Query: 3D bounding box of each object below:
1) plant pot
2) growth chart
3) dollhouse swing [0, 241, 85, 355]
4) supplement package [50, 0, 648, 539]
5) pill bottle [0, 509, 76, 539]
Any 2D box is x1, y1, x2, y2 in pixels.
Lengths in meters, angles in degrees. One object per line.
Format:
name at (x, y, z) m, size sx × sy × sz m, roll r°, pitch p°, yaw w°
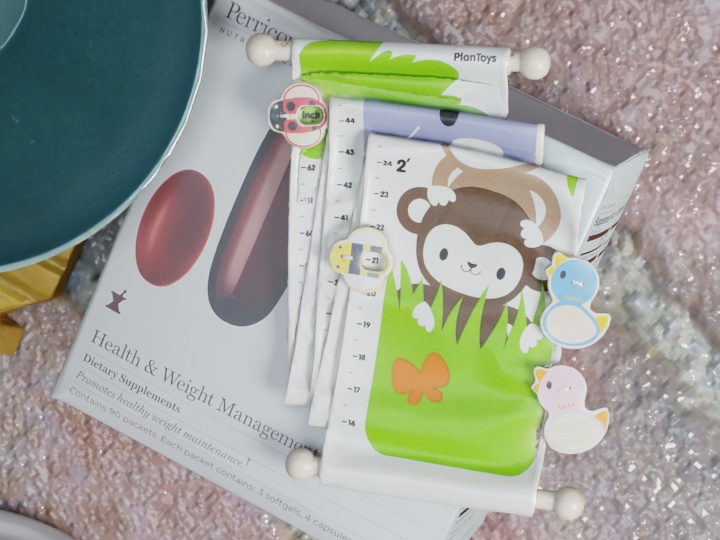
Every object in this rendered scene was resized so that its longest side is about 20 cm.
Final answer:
plant pot at (-0.176, -0.114, 0.803) m, size 0.198 × 0.135 × 0.202 m, roll -6°, pitch 110°, yaw -18°
growth chart at (0.029, 0.002, 0.774) m, size 0.143 × 0.018 × 0.202 m, roll -2°, pitch 96°, yaw 13°
dollhouse swing at (-0.226, -0.075, 0.900) m, size 0.181 × 0.176 × 0.201 m, roll 28°, pitch 100°, yaw 10°
supplement package at (0.000, 0.000, 0.866) m, size 0.190 × 0.147 × 0.202 m, roll 26°, pitch 101°, yaw 10°
pill bottle at (-0.202, 0.228, 0.953) m, size 0.111 × 0.112 × 0.202 m, roll 23°, pitch 100°, yaw 10°
